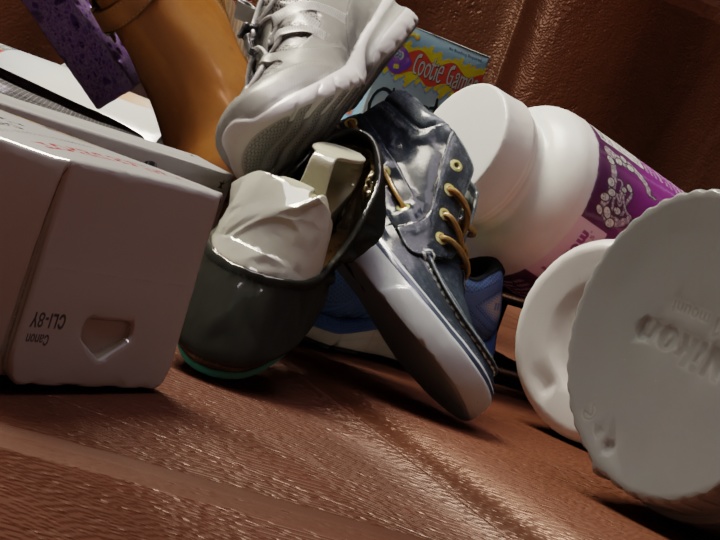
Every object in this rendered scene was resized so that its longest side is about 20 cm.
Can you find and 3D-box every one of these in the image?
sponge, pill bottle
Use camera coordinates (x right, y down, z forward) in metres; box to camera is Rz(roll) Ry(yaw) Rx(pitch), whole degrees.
[{"bbox_3d":[-0.184,-0.189,1.226,0.200,0.030,0.112,57,13,-10],"label":"sponge"},{"bbox_3d":[0.126,-0.032,1.330,0.200,0.113,0.112,30,-3,-34],"label":"pill bottle"},{"bbox_3d":[0.187,0.052,1.243,0.114,0.115,0.200,22,5,37],"label":"pill bottle"}]

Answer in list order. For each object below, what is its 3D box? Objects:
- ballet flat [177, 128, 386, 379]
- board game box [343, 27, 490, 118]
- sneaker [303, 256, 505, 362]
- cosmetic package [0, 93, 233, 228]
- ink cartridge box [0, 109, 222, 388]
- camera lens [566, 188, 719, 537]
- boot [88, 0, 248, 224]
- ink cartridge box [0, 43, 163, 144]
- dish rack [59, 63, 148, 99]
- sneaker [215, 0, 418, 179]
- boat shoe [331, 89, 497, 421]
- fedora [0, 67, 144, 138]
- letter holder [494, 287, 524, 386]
[{"bbox_3d":[-0.036,-0.020,1.010,0.068,0.069,0.200,19,26,9],"label":"ballet flat"},{"bbox_3d":[-0.001,-0.087,1.612,0.103,0.201,0.105,16,6,-39],"label":"board game box"},{"bbox_3d":[0.000,0.000,1.237,0.199,0.090,0.078,14,6,-35],"label":"sneaker"},{"bbox_3d":[-0.165,-0.039,1.032,0.199,0.083,0.051,16,5,-33],"label":"cosmetic package"},{"bbox_3d":[-0.173,-0.029,0.828,0.199,0.084,0.145,21,4,19],"label":"ink cartridge box"},{"bbox_3d":[0.217,0.054,1.025,0.199,0.161,0.160,16,5,-38],"label":"camera lens"},{"bbox_3d":[-0.104,-0.127,1.151,0.155,0.076,0.200,53,21,-34],"label":"boot"},{"bbox_3d":[-0.192,-0.109,1.346,0.162,0.050,0.200,22,-2,10],"label":"ink cartridge box"},{"bbox_3d":[-0.097,-0.100,1.490,0.171,0.044,0.200,-11,-44,31],"label":"dish rack"},{"bbox_3d":[-0.040,-0.105,1.116,0.082,0.075,0.200,37,28,0],"label":"sneaker"},{"bbox_3d":[0.035,-0.017,1.132,0.200,0.091,0.071,53,-11,34],"label":"boat shoe"},{"bbox_3d":[-0.224,-0.075,1.150,0.199,0.091,0.177,26,3,-22],"label":"fedora"},{"bbox_3d":[0.042,-0.001,1.392,0.199,0.101,0.142,18,6,-25],"label":"letter holder"}]
